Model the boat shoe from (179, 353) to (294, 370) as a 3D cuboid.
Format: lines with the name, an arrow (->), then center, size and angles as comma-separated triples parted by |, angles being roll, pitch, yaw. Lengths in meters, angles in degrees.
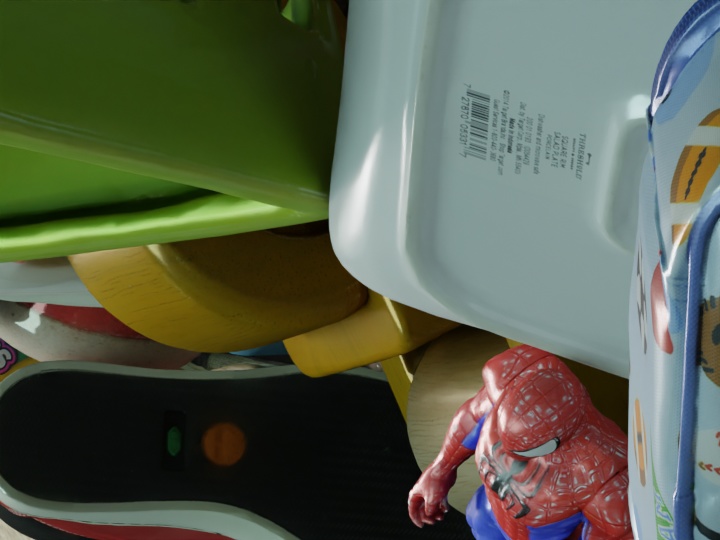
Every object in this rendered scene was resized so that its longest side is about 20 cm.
boat shoe -> -0.048, 0.066, 1.182 | 0.201, 0.066, 0.072 | 175, 97, -65

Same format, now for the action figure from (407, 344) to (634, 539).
action figure -> 0.047, 0.072, 0.800 | 0.065, 0.052, 0.200 | 53, 164, 21

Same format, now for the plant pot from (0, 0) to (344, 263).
plant pot -> -0.132, -0.102, 0.750 | 0.200, 0.199, 0.182 | -7, 81, 29

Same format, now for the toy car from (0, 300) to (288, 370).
toy car -> -0.094, -0.081, 1.051 | 0.177, 0.184, 0.200 | 44, 123, 43

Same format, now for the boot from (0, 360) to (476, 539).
boot -> -0.038, 0.077, 1.055 | 0.144, 0.200, 0.073 | 117, 161, -76

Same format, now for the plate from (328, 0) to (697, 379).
plate -> 0.085, -0.025, 0.666 | 0.200, 0.032, 0.200 | 18, 145, 10

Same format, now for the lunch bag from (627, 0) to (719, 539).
lunch bag -> 0.137, 0.025, 0.602 | 0.200, 0.160, 0.076 | 84, -178, -46

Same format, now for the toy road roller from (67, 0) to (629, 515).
toy road roller -> 0.000, 0.000, 0.884 | 0.200, 0.146, 0.123 | 65, 159, -2

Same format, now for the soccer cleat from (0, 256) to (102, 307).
soccer cleat -> -0.063, -0.016, 0.963 | 0.078, 0.200, 0.069 | -11, 77, 55

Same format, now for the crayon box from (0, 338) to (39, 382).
crayon box -> -0.152, -0.054, 1.217 | 0.058, 0.119, 0.200 | 19, 132, 61
